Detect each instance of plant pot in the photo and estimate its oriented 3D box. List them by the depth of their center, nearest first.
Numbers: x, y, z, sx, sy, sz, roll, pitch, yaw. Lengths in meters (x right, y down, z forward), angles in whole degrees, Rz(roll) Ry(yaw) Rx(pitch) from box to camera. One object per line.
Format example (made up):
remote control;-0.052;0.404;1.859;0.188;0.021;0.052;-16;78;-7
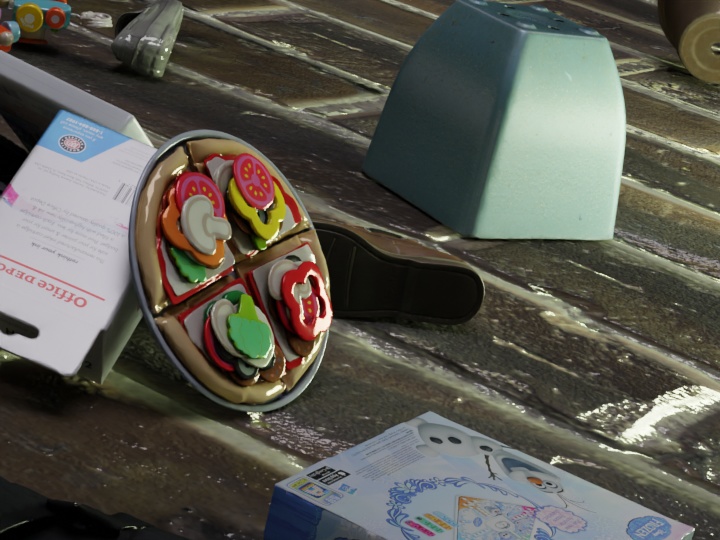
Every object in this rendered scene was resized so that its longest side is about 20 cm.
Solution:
plant pot;0.147;-0.158;1.954;0.195;0.202;0.195;1;21;-36
plant pot;0.531;-0.364;2.902;0.198;0.201;0.175;15;37;5

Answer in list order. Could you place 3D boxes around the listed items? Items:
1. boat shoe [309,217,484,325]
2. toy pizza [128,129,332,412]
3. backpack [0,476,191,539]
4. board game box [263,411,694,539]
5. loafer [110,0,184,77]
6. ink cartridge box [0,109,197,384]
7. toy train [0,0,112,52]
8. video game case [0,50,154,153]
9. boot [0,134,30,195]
boat shoe;0.000;0.000;1.598;0.198;0.072;0.068;17;11;-20
toy pizza;-0.081;-0.003;1.358;0.032;0.202;0.199;-17;-3;37
backpack;-0.144;0.176;0.817;0.199;0.155;0.191;22;27;8
board game box;0.076;0.161;1.193;0.198;0.044;0.200;22;19;26
loafer;-0.243;-0.274;2.230;0.069;0.070;0.200;20;18;-7
ink cartridge box;-0.201;-0.003;1.348;0.114;0.068;0.201;22;53;7
toy train;-0.372;-0.256;2.115;0.150;0.056;0.199;29;26;36
video game case;-0.213;-0.093;1.553;0.199;0.024;0.182;27;-20;35
boot;-0.319;-0.049;1.521;0.164;0.066;0.200;17;23;17
